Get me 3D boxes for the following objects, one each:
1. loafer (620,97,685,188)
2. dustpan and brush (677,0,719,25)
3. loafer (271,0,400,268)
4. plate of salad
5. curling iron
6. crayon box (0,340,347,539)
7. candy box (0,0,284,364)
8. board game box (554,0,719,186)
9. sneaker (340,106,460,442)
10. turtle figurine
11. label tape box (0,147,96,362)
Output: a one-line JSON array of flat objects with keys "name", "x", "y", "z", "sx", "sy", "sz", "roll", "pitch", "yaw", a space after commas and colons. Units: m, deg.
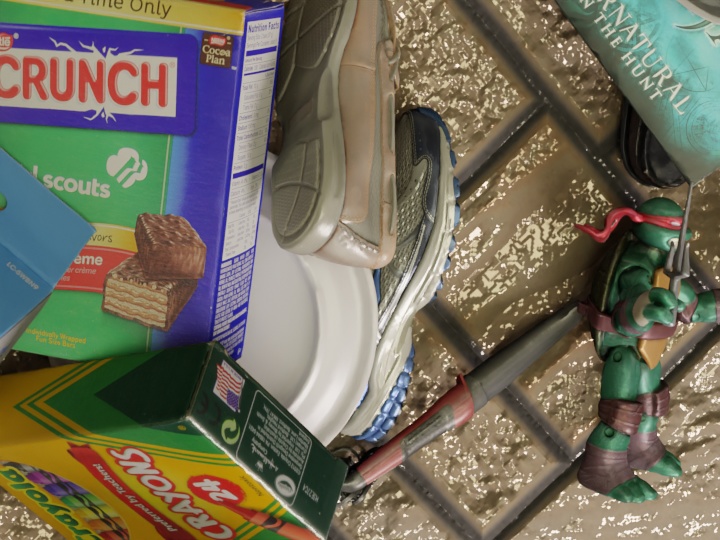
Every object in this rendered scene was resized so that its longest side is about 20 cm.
[{"name": "loafer", "x": 0.219, "y": -0.138, "z": 1.179, "sx": 0.072, "sy": 0.063, "sz": 0.201, "roll": 25, "pitch": 96, "yaw": -21}, {"name": "dustpan and brush", "x": 0.220, "y": -0.161, "z": 1.092, "sx": 0.139, "sy": 0.057, "sz": 0.201, "roll": -14, "pitch": 97, "yaw": 5}, {"name": "loafer", "x": -0.008, "y": -0.091, "z": 1.090, "sx": 0.063, "sy": 0.072, "sz": 0.201, "roll": 22, "pitch": 58, "yaw": -29}, {"name": "plate of salad", "x": -0.085, "y": 0.024, "z": 1.125, "sx": 0.199, "sy": 0.048, "sz": 0.201, "roll": 2, "pitch": 100, "yaw": 13}, {"name": "curling iron", "x": 0.056, "y": 0.076, "z": 1.204, "sx": 0.200, "sy": 0.050, "sz": 0.026, "roll": -37, "pitch": 112, "yaw": -10}, {"name": "crayon box", "x": -0.124, "y": 0.104, "z": 1.071, "sx": 0.127, "sy": 0.199, "sz": 0.051, "roll": 46, "pitch": 47, "yaw": -37}, {"name": "candy box", "x": -0.140, "y": -0.056, "z": 1.060, "sx": 0.168, "sy": 0.077, "sz": 0.201, "roll": 9, "pitch": 101, "yaw": 11}, {"name": "board game box", "x": 0.185, "y": -0.168, "z": 1.139, "sx": 0.135, "sy": 0.028, "sz": 0.200, "roll": -37, "pitch": 95, "yaw": 9}, {"name": "sneaker", "x": 0.000, "y": 0.000, "z": 1.149, "sx": 0.085, "sy": 0.077, "sz": 0.201, "roll": 13, "pitch": 100, "yaw": -14}, {"name": "turtle figurine", "x": 0.182, "y": 0.032, "z": 1.196, "sx": 0.149, "sy": 0.100, "sz": 0.201, "roll": -8, "pitch": 114, "yaw": -47}, {"name": "label tape box", "x": -0.255, "y": 0.014, "z": 1.031, "sx": 0.144, "sy": 0.063, "sz": 0.200, "roll": 40, "pitch": 109, "yaw": 4}]
